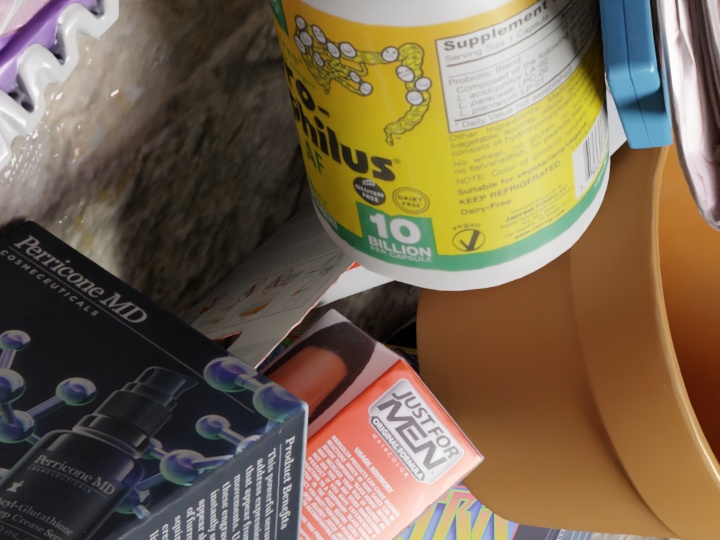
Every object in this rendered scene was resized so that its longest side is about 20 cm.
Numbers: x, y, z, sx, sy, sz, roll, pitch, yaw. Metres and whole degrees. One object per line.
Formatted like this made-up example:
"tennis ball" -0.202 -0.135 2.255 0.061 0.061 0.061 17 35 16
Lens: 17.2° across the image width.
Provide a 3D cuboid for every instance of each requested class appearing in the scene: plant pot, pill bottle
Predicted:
"plant pot" 0.117 0.032 1.022 0.200 0.140 0.201 26 57 -48
"pill bottle" 0.025 -0.096 0.804 0.113 0.113 0.200 -44 147 -25

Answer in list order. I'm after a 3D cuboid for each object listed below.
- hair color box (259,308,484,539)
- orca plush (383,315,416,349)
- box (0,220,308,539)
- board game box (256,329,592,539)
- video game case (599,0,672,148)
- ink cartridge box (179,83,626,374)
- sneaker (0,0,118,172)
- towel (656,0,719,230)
"hair color box" -0.055 0.110 0.965 0.200 0.101 0.061 -41 109 -7
"orca plush" 0.083 0.066 1.213 0.105 0.071 0.200 -57 150 -4
"box" -0.138 0.095 0.826 0.200 0.148 0.107 -33 142 -39
"board game box" 0.017 0.122 1.116 0.199 0.057 0.166 10 110 -37
"video game case" 0.086 -0.151 0.795 0.143 0.018 0.201 34 52 -79
"ink cartridge box" 0.000 0.000 0.955 0.200 0.160 0.047 -45 103 -27
"sneaker" -0.110 -0.118 0.760 0.200 0.080 0.089 -53 131 -18
"towel" 0.141 -0.142 0.784 0.200 0.032 0.192 -49 136 -48
